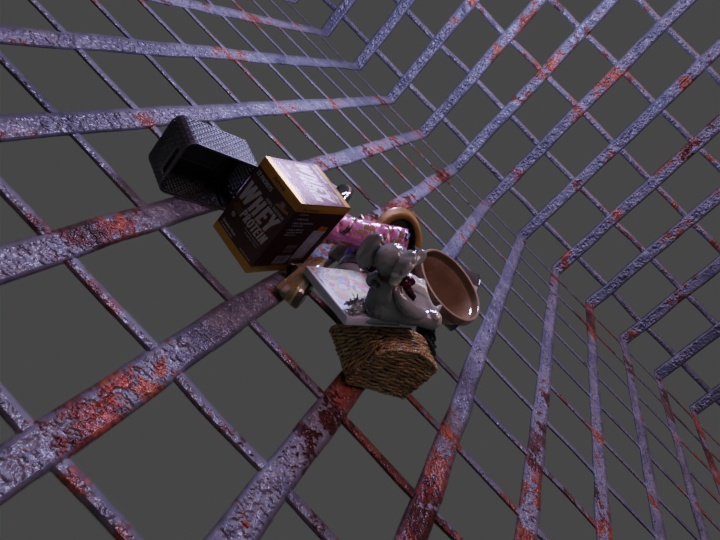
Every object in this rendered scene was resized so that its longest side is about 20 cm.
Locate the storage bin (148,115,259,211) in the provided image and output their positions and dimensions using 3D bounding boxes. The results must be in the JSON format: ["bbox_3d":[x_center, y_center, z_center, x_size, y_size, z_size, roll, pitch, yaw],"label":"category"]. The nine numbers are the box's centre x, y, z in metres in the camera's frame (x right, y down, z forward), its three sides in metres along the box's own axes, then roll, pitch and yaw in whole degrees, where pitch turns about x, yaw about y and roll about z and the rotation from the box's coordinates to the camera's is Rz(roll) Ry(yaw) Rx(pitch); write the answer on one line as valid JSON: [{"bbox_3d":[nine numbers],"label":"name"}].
[{"bbox_3d":[-0.327,-0.223,1.369,0.199,0.135,0.094,14,37,-49],"label":"storage bin"}]

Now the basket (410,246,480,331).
[{"bbox_3d":[0.199,0.036,1.741,0.198,0.136,0.182,30,64,-9],"label":"basket"}]

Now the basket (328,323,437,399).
[{"bbox_3d":[0.054,0.159,1.365,0.198,0.143,0.150,24,32,-39],"label":"basket"}]

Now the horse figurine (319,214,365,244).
[{"bbox_3d":[-0.090,-0.113,1.597,0.197,0.050,0.133,-18,48,-15],"label":"horse figurine"}]

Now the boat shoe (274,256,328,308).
[{"bbox_3d":[-0.129,0.007,1.414,0.076,0.072,0.200,32,24,1],"label":"boat shoe"}]

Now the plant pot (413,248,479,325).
[{"bbox_3d":[0.189,0.056,1.565,0.199,0.093,0.203,30,39,-27],"label":"plant pot"}]

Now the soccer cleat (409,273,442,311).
[{"bbox_3d":[0.099,0.028,1.431,0.201,0.077,0.069,53,-6,3],"label":"soccer cleat"}]

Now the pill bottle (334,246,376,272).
[{"bbox_3d":[0.000,0.000,1.537,0.112,0.112,0.201,39,43,-10],"label":"pill bottle"}]

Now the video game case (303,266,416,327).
[{"bbox_3d":[0.000,0.053,1.338,0.180,0.023,0.200,6,26,-35],"label":"video game case"}]

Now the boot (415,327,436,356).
[{"bbox_3d":[0.151,0.129,1.603,0.201,0.065,0.167,-69,143,-63],"label":"boot"}]

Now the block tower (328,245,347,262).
[{"bbox_3d":[0.009,-0.016,1.686,0.199,0.054,0.058,35,24,-22],"label":"block tower"}]

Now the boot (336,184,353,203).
[{"bbox_3d":[-0.097,-0.215,1.773,0.137,0.078,0.201,34,26,-12],"label":"boot"}]

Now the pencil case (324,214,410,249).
[{"bbox_3d":[0.012,-0.078,1.480,0.197,0.084,0.087,15,-14,3],"label":"pencil case"}]

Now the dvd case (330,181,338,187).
[{"bbox_3d":[-0.107,-0.216,1.862,0.142,0.018,0.202,29,29,-32],"label":"dvd case"}]

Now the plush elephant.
[{"bbox_3d":[0.068,0.012,1.255,0.198,0.157,0.165,2,28,-41],"label":"plush elephant"}]

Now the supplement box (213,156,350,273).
[{"bbox_3d":[-0.165,-0.115,1.381,0.133,0.200,0.196,51,25,17],"label":"supplement box"}]

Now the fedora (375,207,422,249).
[{"bbox_3d":[0.082,-0.079,1.806,0.199,0.203,0.081,27,-8,-34],"label":"fedora"}]
